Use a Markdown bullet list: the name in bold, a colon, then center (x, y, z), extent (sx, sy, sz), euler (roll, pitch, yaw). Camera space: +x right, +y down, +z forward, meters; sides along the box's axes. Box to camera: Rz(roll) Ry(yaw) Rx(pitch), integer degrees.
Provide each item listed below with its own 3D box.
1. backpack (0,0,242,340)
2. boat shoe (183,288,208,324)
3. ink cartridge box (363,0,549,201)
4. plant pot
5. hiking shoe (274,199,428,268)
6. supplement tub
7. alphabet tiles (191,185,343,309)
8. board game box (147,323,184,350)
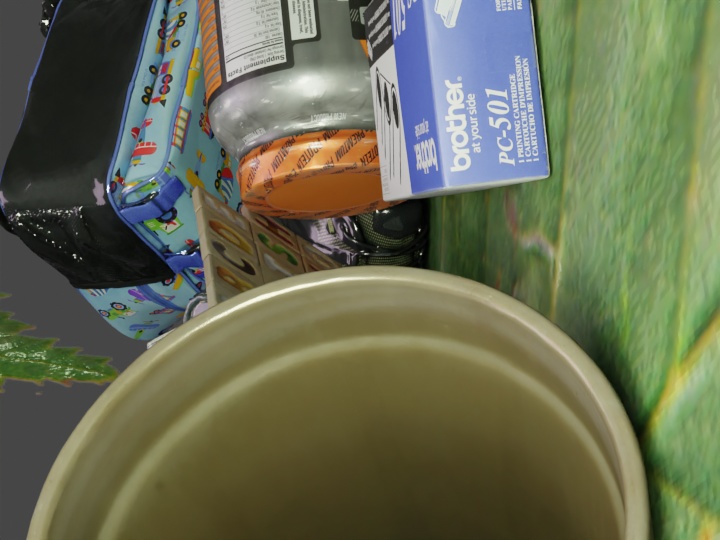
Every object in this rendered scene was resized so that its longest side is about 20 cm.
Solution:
- **backpack**: center (-0.117, -0.056, 1.075), extent (0.200, 0.134, 0.183), euler (54, -140, -49)
- **boat shoe**: center (-0.068, 0.105, 0.990), extent (0.075, 0.062, 0.201), euler (-18, 82, 43)
- **ink cartridge box**: center (0.036, -0.080, 0.745), extent (0.200, 0.044, 0.095), euler (-175, 79, -84)
- **plant pot**: center (0.011, 0.127, 0.597), extent (0.174, 0.199, 0.201), euler (64, -167, -51)
- **hiking shoe**: center (0.000, 0.000, 0.989), extent (0.101, 0.075, 0.201), euler (-39, 69, 58)
- **supplement tub**: center (-0.024, -0.135, 0.909), extent (0.123, 0.122, 0.201), euler (109, 155, -76)
- **alphabet tiles**: center (-0.010, 0.026, 0.846), extent (0.008, 0.167, 0.200), euler (-52, 19, 12)
- **board game box**: center (-0.048, 0.131, 1.117), extent (0.200, 0.097, 0.160), euler (59, 165, 13)
